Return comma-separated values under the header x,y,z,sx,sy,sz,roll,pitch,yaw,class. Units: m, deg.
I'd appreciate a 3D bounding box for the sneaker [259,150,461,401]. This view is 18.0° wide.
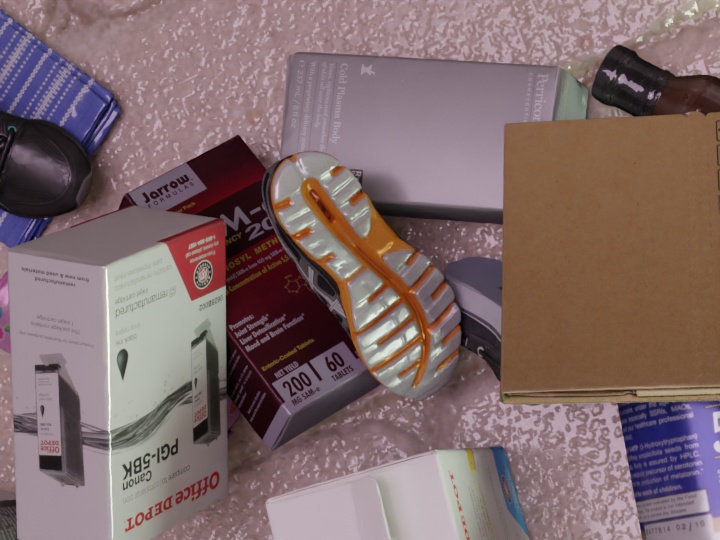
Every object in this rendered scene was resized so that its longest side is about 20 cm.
x,y,z,sx,sy,sz,roll,pitch,yaw,class
0.000,0.000,1.540,0.078,0.077,0.201,-36,108,-14,sneaker

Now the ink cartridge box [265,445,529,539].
x,y,z,sx,sy,sz,roll,pitch,yaw,class
0.030,0.194,1.504,0.124,0.200,0.129,-17,80,17,ink cartridge box

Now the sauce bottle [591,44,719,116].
x,y,z,sx,sy,sz,roll,pitch,yaw,class
0.248,-0.089,1.521,0.199,0.065,0.065,30,96,20,sauce bottle

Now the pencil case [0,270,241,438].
x,y,z,sx,sy,sz,roll,pitch,yaw,class
-0.177,0.061,1.651,0.199,0.087,0.088,28,96,20,pencil case

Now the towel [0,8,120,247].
x,y,z,sx,sy,sz,roll,pitch,yaw,class
-0.289,-0.124,1.736,0.200,0.024,0.145,38,101,19,towel

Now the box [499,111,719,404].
x,y,z,sx,sy,sz,roll,pitch,yaw,class
0.170,-0.010,1.443,0.162,0.021,0.201,-2,61,9,box

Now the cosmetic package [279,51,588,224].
x,y,z,sx,sy,sz,roll,pitch,yaw,class
0.051,-0.090,1.578,0.199,0.090,0.108,3,84,23,cosmetic package

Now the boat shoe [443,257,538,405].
x,y,z,sx,sy,sz,roll,pitch,yaw,class
0.111,0.054,1.515,0.200,0.070,0.067,34,131,55,boat shoe

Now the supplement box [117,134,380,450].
x,y,z,sx,sy,sz,roll,pitch,yaw,class
-0.074,0.014,1.599,0.109,0.061,0.200,-30,72,-30,supplement box

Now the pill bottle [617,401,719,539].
x,y,z,sx,sy,sz,roll,pitch,yaw,class
0.227,0.083,1.485,0.119,0.120,0.201,-13,82,18,pill bottle

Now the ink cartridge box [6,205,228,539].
x,y,z,sx,sy,sz,roll,pitch,yaw,class
-0.157,0.072,1.507,0.082,0.147,0.201,8,108,28,ink cartridge box

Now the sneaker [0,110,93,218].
x,y,z,sx,sy,sz,roll,pitch,yaw,class
-0.291,-0.091,1.682,0.199,0.079,0.076,22,96,20,sneaker

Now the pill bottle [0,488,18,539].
x,y,z,sx,sy,sz,roll,pitch,yaw,class
-0.288,0.211,1.613,0.113,0.200,0.115,-1,86,20,pill bottle
